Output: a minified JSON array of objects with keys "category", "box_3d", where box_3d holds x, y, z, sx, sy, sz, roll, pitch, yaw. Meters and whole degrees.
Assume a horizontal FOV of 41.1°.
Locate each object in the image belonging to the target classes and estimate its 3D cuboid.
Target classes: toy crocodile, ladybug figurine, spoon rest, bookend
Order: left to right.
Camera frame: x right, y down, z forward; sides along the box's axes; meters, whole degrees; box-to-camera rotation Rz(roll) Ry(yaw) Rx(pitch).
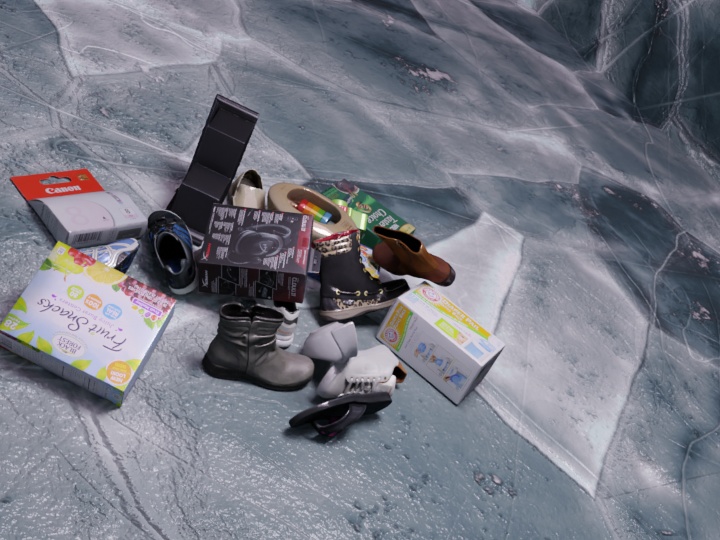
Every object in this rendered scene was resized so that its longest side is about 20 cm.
[{"category":"bookend","box_3d":[-0.282,-0.187,1.784,0.091,0.200,0.201,24,34,-7]},{"category":"ladybug figurine","box_3d":[-0.096,-0.094,1.849,0.199,0.072,0.136,32,34,7]},{"category":"toy crocodile","box_3d":[-0.080,-0.123,1.950,0.198,0.062,0.068,18,70,-10]},{"category":"spoon rest","box_3d":[-0.042,0.121,1.590,0.099,0.200,0.061,-23,91,-13]}]

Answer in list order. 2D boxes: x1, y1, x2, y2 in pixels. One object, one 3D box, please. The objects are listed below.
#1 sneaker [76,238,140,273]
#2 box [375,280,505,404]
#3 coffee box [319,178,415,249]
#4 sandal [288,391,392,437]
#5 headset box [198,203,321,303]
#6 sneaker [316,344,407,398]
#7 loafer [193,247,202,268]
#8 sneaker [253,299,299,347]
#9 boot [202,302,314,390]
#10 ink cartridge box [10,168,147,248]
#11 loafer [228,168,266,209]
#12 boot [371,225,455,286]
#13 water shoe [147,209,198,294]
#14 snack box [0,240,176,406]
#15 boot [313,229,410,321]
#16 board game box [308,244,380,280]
[{"category":"sneaker","box_3d":[-0.427,-0.011,1.545,0.077,0.076,0.200,37,32,5]},{"category":"box","box_3d":[0.146,0.129,1.766,0.199,0.102,0.112,38,33,15]},{"category":"coffee box","box_3d":[0.010,-0.111,2.044,0.199,0.044,0.123,37,34,12]},{"category":"sandal","box_3d":[-0.023,0.232,1.531,0.199,0.075,0.048,-4,62,-40]},{"category":"headset box","box_3d":[-0.166,-0.029,1.636,0.198,0.078,0.150,7,46,-3]},{"category":"sneaker","box_3d":[0.011,0.182,1.617,0.085,0.073,0.199,41,33,23]},{"category":"loafer","box_3d":[-0.224,-0.048,1.744,0.070,0.070,0.200,41,42,15]},{"category":"sneaker","box_3d":[-0.146,0.041,1.688,0.073,0.080,0.201,6,38,-29]},{"category":"boot","box_3d":[-0.145,0.119,1.531,0.198,0.131,0.068,10,37,-27]},{"category":"ink cartridge box","box_3d":[-0.492,-0.124,1.680,0.162,0.057,0.200,-14,56,-46]},{"category":"loafer","box_3d":[-0.220,-0.130,1.872,0.075,0.069,0.201,12,36,-25]},{"category":"boot","box_3d":[0.066,-0.034,1.789,0.187,0.069,0.200,29,-2,31]},{"category":"water shoe","box_3d":[-0.325,-0.051,1.657,0.071,0.079,0.201,-23,52,-10]},{"category":"snack box","box_3d":[-0.397,0.077,1.406,0.199,0.068,0.170,27,57,-1]},{"category":"boot","box_3d":[0.000,0.000,1.769,0.198,0.152,0.073,-16,11,-30]},{"category":"board game box","box_3d":[-0.057,-0.025,1.885,0.198,0.035,0.136,24,33,-8]}]
